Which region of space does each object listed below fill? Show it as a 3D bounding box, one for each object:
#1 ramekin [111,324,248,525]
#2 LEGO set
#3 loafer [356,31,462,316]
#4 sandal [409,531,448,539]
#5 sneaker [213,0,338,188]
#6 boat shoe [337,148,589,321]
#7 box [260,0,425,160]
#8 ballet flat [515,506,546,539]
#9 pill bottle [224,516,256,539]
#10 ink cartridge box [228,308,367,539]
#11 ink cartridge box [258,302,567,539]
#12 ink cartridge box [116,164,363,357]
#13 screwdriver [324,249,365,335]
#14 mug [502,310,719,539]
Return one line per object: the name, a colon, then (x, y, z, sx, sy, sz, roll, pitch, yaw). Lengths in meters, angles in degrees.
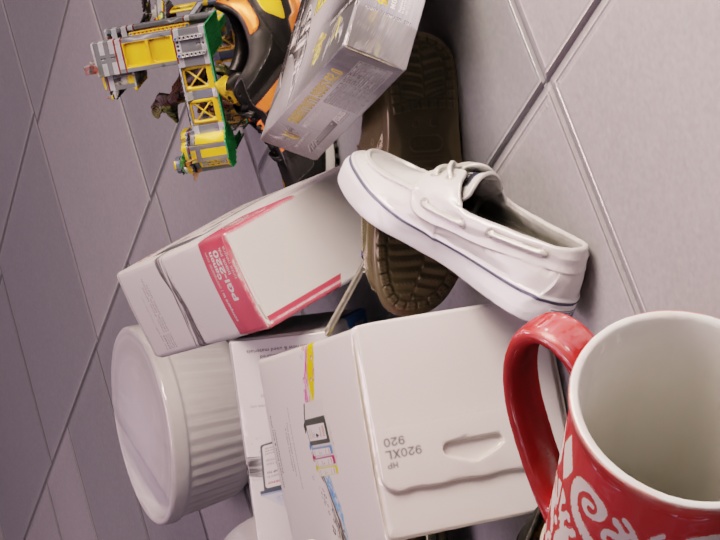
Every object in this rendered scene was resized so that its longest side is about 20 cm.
ramekin: (-0.176, 0.148, 2.030, 0.202, 0.094, 0.203, 171, 90, -68)
LEGO set: (-0.164, -0.160, 1.736, 0.200, 0.115, 0.154, -81, -20, -62)
loafer: (0.036, -0.068, 1.449, 0.067, 0.076, 0.201, -172, 86, -73)
sandal: (0.037, 0.205, 1.551, 0.080, 0.057, 0.202, 97, 158, -80)
sneaker: (-0.076, -0.136, 1.666, 0.070, 0.090, 0.201, -162, 64, -66)
boat shoe: (0.071, -0.040, 1.339, 0.200, 0.073, 0.066, 33, 118, 27)
box: (-0.003, -0.183, 1.432, 0.200, 0.048, 0.159, 142, 146, -67)
ballet flat: (0.126, 0.186, 1.311, 0.068, 0.068, 0.200, 26, 133, 19)
pill bottle: (-0.048, 0.311, 1.753, 0.115, 0.114, 0.200, 108, 145, -50)
ink cartridge box: (-0.035, 0.140, 1.608, 0.146, 0.086, 0.201, -27, -72, -76)
ink cartridge box: (0.037, 0.108, 1.413, 0.200, 0.147, 0.145, 158, 101, -68)
ink cartridge box: (-0.082, -0.007, 1.606, 0.200, 0.145, 0.085, -20, 99, 58)
screwdriver: (0.000, 0.000, 1.470, 0.029, 0.028, 0.200, -56, 3, 37)
mug: (0.161, 0.123, 1.156, 0.200, 0.133, 0.178, 98, 161, -46)
